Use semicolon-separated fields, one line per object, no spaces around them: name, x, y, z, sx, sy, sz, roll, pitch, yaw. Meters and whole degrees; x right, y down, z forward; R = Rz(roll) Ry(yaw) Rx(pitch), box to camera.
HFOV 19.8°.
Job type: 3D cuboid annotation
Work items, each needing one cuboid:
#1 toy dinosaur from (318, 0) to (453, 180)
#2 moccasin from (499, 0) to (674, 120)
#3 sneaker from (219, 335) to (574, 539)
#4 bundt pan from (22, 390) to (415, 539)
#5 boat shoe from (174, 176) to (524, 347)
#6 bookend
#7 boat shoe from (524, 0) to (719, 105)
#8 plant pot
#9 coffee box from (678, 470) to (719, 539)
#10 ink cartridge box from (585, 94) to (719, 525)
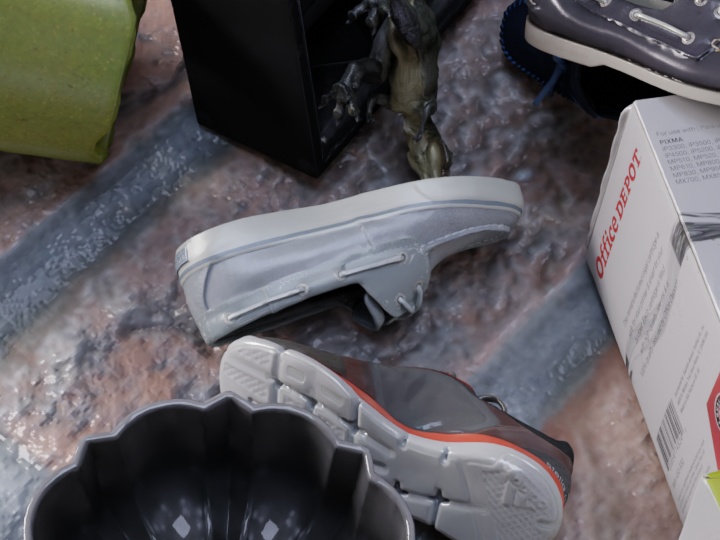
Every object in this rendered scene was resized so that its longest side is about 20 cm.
toy dinosaur;0.020;-0.129;1.143;0.047;0.202;0.088;15;28;31
moccasin;0.144;-0.124;1.168;0.068;0.081;0.199;-19;23;-35
sneaker;0.021;0.084;1.082;0.199;0.078;0.082;25;31;13
bundt pan;-0.070;0.164;1.005;0.200;0.076;0.204;2;57;-2
boat shoe;0.000;0.000;1.134;0.199;0.070;0.072;-12;77;-12
bookend;-0.015;-0.198;1.172;0.092;0.200;0.200;25;57;25
boat shoe;0.171;-0.131;1.065;0.199;0.063;0.072;19;29;34
plant pot;-0.215;-0.144;1.154;0.182;0.201;0.202;15;55;-7
coffee box;0.262;0.195;0.927;0.198;0.199;0.201;-13;58;-11
ink cartridge box;0.193;0.026;1.068;0.082;0.147;0.201;-9;57;-11
